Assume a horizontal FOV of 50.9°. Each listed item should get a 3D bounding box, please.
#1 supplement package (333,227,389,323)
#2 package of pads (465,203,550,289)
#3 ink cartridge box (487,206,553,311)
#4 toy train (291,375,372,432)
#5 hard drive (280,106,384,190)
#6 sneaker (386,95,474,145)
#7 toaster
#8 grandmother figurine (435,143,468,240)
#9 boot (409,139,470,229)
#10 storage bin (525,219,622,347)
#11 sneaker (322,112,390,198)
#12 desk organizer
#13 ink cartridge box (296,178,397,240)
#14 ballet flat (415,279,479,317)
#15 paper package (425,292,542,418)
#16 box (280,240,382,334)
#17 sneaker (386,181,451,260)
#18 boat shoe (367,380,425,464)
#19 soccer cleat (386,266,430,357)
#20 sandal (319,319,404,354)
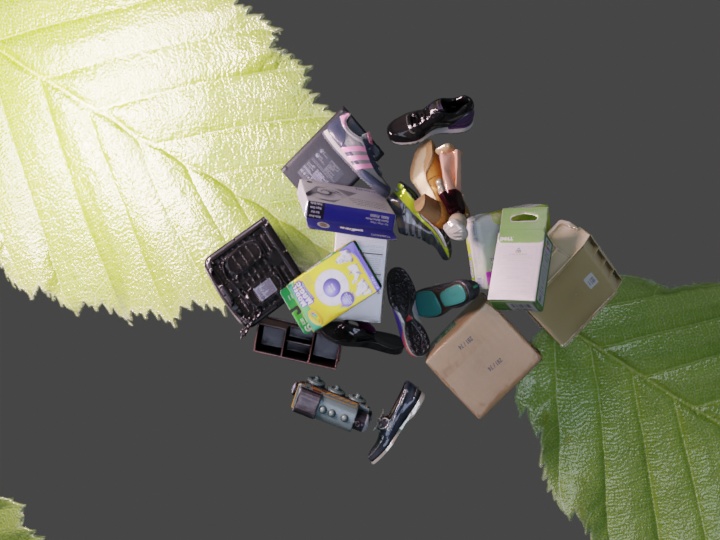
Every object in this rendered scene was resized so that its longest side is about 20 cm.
[{"bbox_3d":[0.000,0.000,1.661,0.116,0.121,0.207,5,97,3],"label":"supplement package"},{"bbox_3d":[0.325,-0.057,1.638,0.195,0.068,0.159,-13,97,-21],"label":"package of pads"},{"bbox_3d":[0.328,-0.023,1.534,0.101,0.059,0.205,0,68,33],"label":"ink cartridge box"},{"bbox_3d":[-0.066,0.306,1.699,0.195,0.114,0.087,22,97,0],"label":"toy train"},{"bbox_3d":[-0.062,-0.242,1.683,0.200,0.033,0.140,-43,93,6],"label":"hard drive"},{"bbox_3d":[0.149,-0.336,1.629,0.194,0.088,0.078,-14,67,0],"label":"sneaker"},{"bbox_3d":[-0.237,0.016,1.657,0.198,0.119,0.183,-36,93,-14],"label":"toaster"},{"bbox_3d":[0.194,-0.160,1.578,0.060,0.119,0.206,-21,66,40],"label":"grandmother figurine"},{"bbox_3d":[0.180,-0.176,1.662,0.142,0.070,0.206,26,53,-33],"label":"boot"},{"bbox_3d":[0.433,0.028,1.611,0.199,0.094,0.199,-46,130,5],"label":"storage bin"},{"bbox_3d":[0.009,-0.249,1.628,0.082,0.070,0.200,-43,95,8],"label":"sneaker"},{"bbox_3d":[-0.139,0.163,1.705,0.194,0.077,0.074,12,96,1],"label":"desk organizer"},{"bbox_3d":[-0.028,-0.131,1.583,0.194,0.201,0.042,7,114,-16],"label":"ink cartridge box"},{"bbox_3d":[0.187,0.058,1.660,0.072,0.198,0.075,10,72,-33],"label":"ballet flat"},{"bbox_3d":[0.269,0.187,1.680,0.191,0.103,0.200,45,96,-1],"label":"paper package"},{"bbox_3d":[-0.066,0.039,1.587,0.197,0.048,0.119,-33,92,9],"label":"box"},{"bbox_3d":[0.129,-0.099,1.681,0.081,0.074,0.201,-40,90,19],"label":"sneaker"},{"bbox_3d":[0.070,0.345,1.718,0.061,0.075,0.202,35,95,-3],"label":"boat shoe"},{"bbox_3d":[0.098,0.095,1.685,0.067,0.073,0.205,-17,84,-16],"label":"soccer cleat"},{"bbox_3d":[0.007,0.138,1.699,0.194,0.076,0.049,11,119,-8],"label":"sandal"}]
